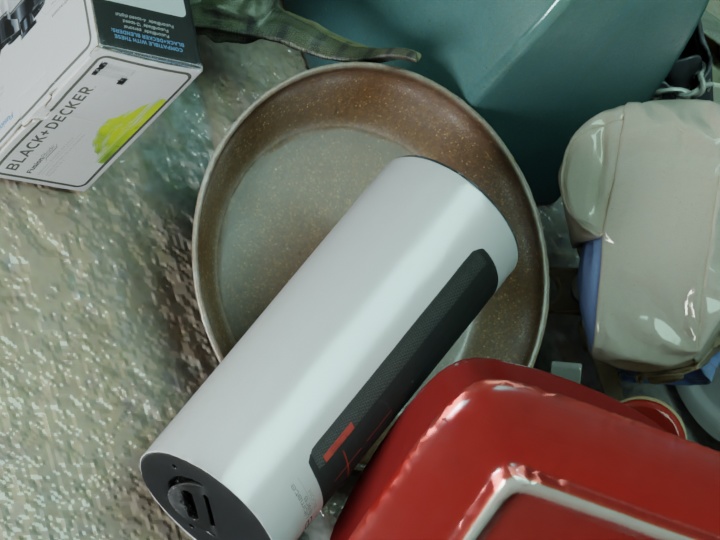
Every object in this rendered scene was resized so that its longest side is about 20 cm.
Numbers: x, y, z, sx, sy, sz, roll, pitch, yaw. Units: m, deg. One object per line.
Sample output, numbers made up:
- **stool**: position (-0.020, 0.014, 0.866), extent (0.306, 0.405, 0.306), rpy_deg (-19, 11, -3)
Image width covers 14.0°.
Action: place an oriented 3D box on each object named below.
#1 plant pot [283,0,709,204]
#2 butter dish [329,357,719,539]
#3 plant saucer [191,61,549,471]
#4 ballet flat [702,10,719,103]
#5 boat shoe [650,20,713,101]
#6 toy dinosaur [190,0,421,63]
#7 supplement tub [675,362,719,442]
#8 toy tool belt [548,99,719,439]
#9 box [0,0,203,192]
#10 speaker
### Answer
- **plant pot**: position (0.083, -0.145, 1.524), extent (0.141, 0.200, 0.142), rpy_deg (-4, 63, -38)
- **butter dish**: position (0.070, 0.117, 1.368), extent (0.198, 0.201, 0.148), rpy_deg (20, 27, -26)
- **plant saucer**: position (0.000, 0.000, 1.439), extent (0.199, 0.037, 0.202), rpy_deg (6, 79, -29)
- **ballet flat**: position (0.161, -0.133, 1.667), extent (0.199, 0.067, 0.064), rpy_deg (27, 35, -23)
- **boat shoe**: position (0.159, -0.105, 1.604), extent (0.072, 0.063, 0.201), rpy_deg (-17, 100, -21)
- **toy dinosaur**: position (-0.053, -0.139, 1.493), extent (0.199, 0.048, 0.088), rpy_deg (13, 34, 13)
- **supplement tub**: position (0.273, 0.029, 1.605), extent (0.199, 0.123, 0.123), rpy_deg (-8, 66, -40)
- **toy tool belt**: position (0.151, 0.013, 1.517), extent (0.124, 0.123, 0.202), rpy_deg (4, 87, 5)
- **box**: position (-0.144, -0.153, 1.415), extent (0.060, 0.117, 0.201), rpy_deg (10, 53, -35)
- **speaker**: position (-0.014, 0.042, 1.359), extent (0.081, 0.081, 0.200), rpy_deg (43, 63, -5)
